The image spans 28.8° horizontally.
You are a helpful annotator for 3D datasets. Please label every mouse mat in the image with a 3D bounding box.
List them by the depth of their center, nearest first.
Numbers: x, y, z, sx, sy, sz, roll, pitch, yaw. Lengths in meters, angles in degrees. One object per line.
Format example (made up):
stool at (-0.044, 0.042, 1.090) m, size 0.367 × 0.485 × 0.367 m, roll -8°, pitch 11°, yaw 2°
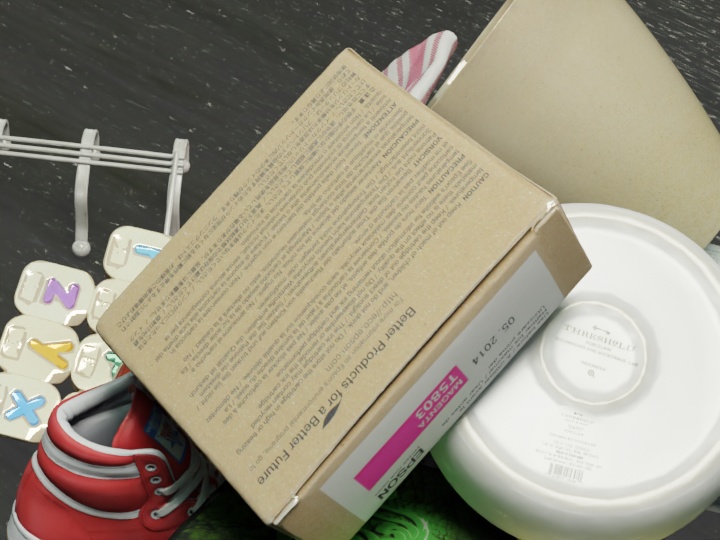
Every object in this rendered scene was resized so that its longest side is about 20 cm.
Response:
mouse mat at (0.002, 0.132, 0.738) m, size 0.159 × 0.008 × 0.200 m, roll 15°, pitch 16°, yaw 10°

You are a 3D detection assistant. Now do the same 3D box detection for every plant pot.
plant pot at (0.154, -0.089, 0.946) m, size 0.199 × 0.187 × 0.188 m, roll 38°, pitch 53°, yaw -2°

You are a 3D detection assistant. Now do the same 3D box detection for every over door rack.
over door rack at (-0.201, -0.003, 0.973) m, size 0.145 × 0.067 × 0.203 m, roll 5°, pitch 64°, yaw -2°

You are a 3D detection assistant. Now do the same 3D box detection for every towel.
towel at (-0.022, -0.079, 0.973) m, size 0.030 × 0.199 × 0.147 m, roll 42°, pitch 43°, yaw -15°

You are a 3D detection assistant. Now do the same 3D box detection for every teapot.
teapot at (0.123, 0.070, 0.775) m, size 0.196 × 0.146 × 0.201 m, roll -28°, pitch 69°, yaw -10°

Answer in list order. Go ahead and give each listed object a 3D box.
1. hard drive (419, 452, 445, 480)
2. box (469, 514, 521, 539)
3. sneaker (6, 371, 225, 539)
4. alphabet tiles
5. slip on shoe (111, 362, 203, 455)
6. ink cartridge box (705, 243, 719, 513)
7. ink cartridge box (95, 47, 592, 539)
hard drive at (0.043, 0.054, 0.906) m, size 0.134 × 0.042 × 0.202 m, roll 9°, pitch 63°, yaw 36°
box at (0.115, 0.184, 0.741) m, size 0.116 × 0.049 × 0.200 m, roll 11°, pitch 16°, yaw -9°
sneaker at (-0.089, 0.123, 0.783) m, size 0.197 × 0.113 × 0.072 m, roll 10°, pitch 32°, yaw -19°
alphabet tiles at (-0.136, 0.070, 0.898) m, size 0.193 × 0.015 × 0.202 m, roll 13°, pitch 63°, yaw -4°
slip on shoe at (-0.106, 0.052, 0.871) m, size 0.073 × 0.061 × 0.201 m, roll 28°, pitch 65°, yaw 1°
ink cartridge box at (0.216, 0.071, 0.977) m, size 0.160 × 0.050 × 0.202 m, roll 13°, pitch 64°, yaw 4°
ink cartridge box at (-0.011, 0.013, 0.704) m, size 0.200 × 0.075 × 0.165 m, roll -47°, pitch 55°, yaw -3°
